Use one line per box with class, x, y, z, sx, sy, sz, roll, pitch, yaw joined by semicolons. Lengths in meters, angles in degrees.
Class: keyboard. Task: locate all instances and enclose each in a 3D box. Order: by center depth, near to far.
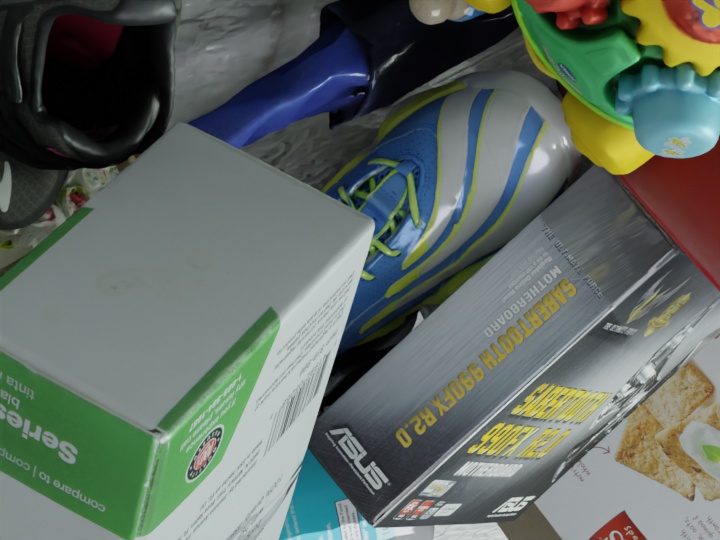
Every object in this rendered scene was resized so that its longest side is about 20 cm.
keyboard;-0.040;0.069;1.159;0.127;0.021;0.200;-30;176;12

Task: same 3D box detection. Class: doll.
doll;0.004;-0.080;1.053;0.200;0.049;0.136;-31;-177;-13

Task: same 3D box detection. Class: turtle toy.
turtle toy;0.097;-0.121;0.937;0.146;0.200;0.101;-39;-163;8

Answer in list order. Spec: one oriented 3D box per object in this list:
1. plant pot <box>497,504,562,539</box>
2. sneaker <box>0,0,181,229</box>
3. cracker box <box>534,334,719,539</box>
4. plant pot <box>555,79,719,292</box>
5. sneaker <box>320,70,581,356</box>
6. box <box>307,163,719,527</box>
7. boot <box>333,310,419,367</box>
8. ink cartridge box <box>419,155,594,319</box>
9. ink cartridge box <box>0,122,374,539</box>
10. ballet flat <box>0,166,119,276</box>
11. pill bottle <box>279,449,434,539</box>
plant pot;0.195;0.082;1.436;0.200;0.200;0.177;-7;144;-48
sneaker;-0.110;-0.064;0.973;0.077;0.084;0.200;-8;155;-23
cracker box;0.167;0.056;1.303;0.200;0.134;0.058;-42;171;20
plant pot;0.204;-0.061;1.078;0.182;0.201;0.200;-41;154;10
sneaker;0.000;0.000;1.090;0.200;0.076;0.105;-37;-173;44
box;0.077;0.035;1.139;0.158;0.048;0.200;-42;165;11
boot;-0.048;0.014;1.237;0.203;0.074;0.154;-7;151;-32
ink cartridge box;0.108;0.001;1.282;0.162;0.050;0.200;-41;160;-3
ink cartridge box;-0.082;0.073;0.967;0.147;0.083;0.200;-47;159;-49
ballet flat;-0.173;0.010;1.123;0.200;0.064;0.076;-30;156;24
pill bottle;-0.072;0.118;1.401;0.199;0.111;0.111;-15;158;-13
